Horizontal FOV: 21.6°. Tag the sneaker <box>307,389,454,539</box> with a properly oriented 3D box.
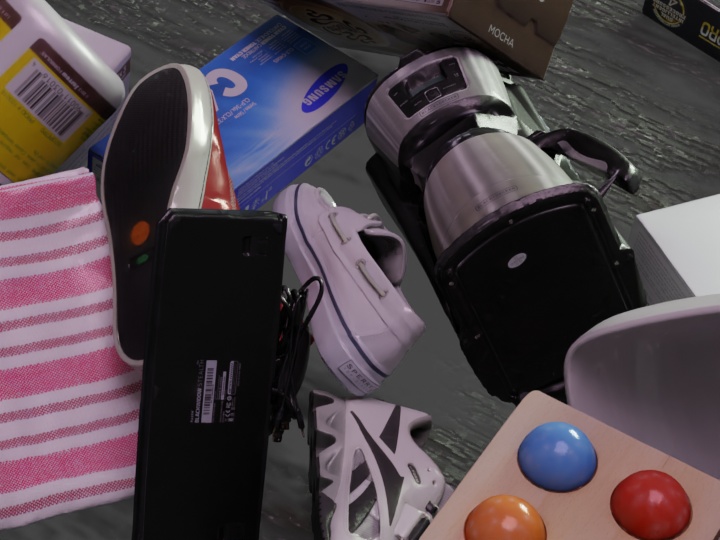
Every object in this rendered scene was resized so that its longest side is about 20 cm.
[{"bbox_3d":[0.016,0.147,1.052,0.088,0.074,0.201,3,47,-5],"label":"sneaker"}]

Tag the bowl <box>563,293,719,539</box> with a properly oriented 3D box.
[{"bbox_3d":[0.226,0.099,1.033,0.199,0.201,0.075,-7,18,32],"label":"bowl"}]

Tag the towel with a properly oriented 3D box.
[{"bbox_3d":[-0.185,0.042,1.076,0.146,0.030,0.201,-13,75,-37],"label":"towel"}]

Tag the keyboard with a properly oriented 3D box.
[{"bbox_3d":[-0.079,0.064,1.061,0.104,0.201,0.040,2,9,-27],"label":"keyboard"}]

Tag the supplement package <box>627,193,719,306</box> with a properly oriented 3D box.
[{"bbox_3d":[0.280,0.033,1.183,0.199,0.111,0.156,-14,51,-22],"label":"supplement package"}]

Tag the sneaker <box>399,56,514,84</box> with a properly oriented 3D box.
[{"bbox_3d":[0.083,-0.166,1.322,0.073,0.112,0.200,14,37,-39],"label":"sneaker"}]

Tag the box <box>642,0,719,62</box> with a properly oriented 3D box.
[{"bbox_3d":[0.342,-0.220,1.475,0.161,0.049,0.200,35,51,23],"label":"box"}]

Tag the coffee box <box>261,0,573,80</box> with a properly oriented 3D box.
[{"bbox_3d":[0.031,-0.195,1.264,0.199,0.113,0.080,16,83,42],"label":"coffee box"}]

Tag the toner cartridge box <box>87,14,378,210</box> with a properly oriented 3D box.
[{"bbox_3d":[-0.085,-0.094,1.283,0.095,0.043,0.200,33,50,19],"label":"toner cartridge box"}]

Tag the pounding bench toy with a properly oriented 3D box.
[{"bbox_3d":[0.087,0.189,0.960,0.124,0.156,0.200,25,51,21],"label":"pounding bench toy"}]

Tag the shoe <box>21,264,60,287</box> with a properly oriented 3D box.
[{"bbox_3d":[-0.236,0.051,1.108,0.199,0.071,0.091,-6,80,-40],"label":"shoe"}]

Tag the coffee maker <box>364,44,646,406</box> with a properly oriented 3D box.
[{"bbox_3d":[0.084,-0.016,1.174,0.134,0.193,0.200,-8,34,-12],"label":"coffee maker"}]

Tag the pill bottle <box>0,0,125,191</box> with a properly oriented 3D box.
[{"bbox_3d":[-0.246,-0.077,1.146,0.200,0.109,0.109,-44,61,-1],"label":"pill bottle"}]

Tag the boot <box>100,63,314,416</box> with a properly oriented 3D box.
[{"bbox_3d":[-0.084,-0.016,1.144,0.144,0.072,0.201,25,54,-48],"label":"boot"}]

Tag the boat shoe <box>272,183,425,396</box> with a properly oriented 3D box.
[{"bbox_3d":[0.000,0.000,1.163,0.067,0.074,0.200,-36,37,11],"label":"boat shoe"}]

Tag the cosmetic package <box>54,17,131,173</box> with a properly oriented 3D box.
[{"bbox_3d":[-0.265,-0.135,1.271,0.199,0.074,0.102,25,48,11],"label":"cosmetic package"}]
